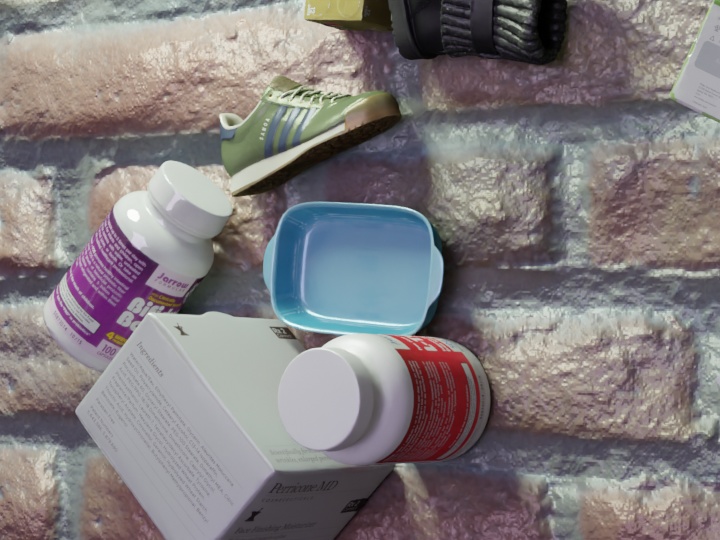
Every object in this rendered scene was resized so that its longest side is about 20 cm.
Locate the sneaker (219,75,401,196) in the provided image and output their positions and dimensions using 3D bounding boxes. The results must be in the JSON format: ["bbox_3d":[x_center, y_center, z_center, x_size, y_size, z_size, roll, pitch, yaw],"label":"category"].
[{"bbox_3d":[-0.058,-0.144,1.893,0.199,0.067,0.090,-25,79,33],"label":"sneaker"}]

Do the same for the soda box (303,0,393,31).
[{"bbox_3d":[0.002,-0.324,1.869,0.067,0.064,0.202,6,91,33],"label":"soda box"}]

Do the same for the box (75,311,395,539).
[{"bbox_3d":[-0.112,0.152,1.832,0.131,0.198,0.200,-51,62,21],"label":"box"}]

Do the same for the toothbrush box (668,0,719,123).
[{"bbox_3d":[0.349,-0.128,1.542,0.145,0.200,0.087,31,103,31],"label":"toothbrush box"}]

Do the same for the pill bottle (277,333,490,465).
[{"bbox_3d":[0.019,0.111,1.747,0.112,0.200,0.113,-2,86,33],"label":"pill bottle"}]

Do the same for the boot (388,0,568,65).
[{"bbox_3d":[0.097,-0.282,1.773,0.157,0.079,0.213,3,114,39],"label":"boot"}]

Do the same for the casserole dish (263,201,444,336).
[{"bbox_3d":[0.000,0.000,1.864,0.199,0.039,0.122,5,90,35],"label":"casserole dish"}]

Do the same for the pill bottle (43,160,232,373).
[{"bbox_3d":[-0.212,-0.004,1.962,0.112,0.112,0.200,48,113,26],"label":"pill bottle"}]

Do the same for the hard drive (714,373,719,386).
[{"bbox_3d":[0.391,0.116,1.602,0.132,0.025,0.200,-49,63,22],"label":"hard drive"}]
